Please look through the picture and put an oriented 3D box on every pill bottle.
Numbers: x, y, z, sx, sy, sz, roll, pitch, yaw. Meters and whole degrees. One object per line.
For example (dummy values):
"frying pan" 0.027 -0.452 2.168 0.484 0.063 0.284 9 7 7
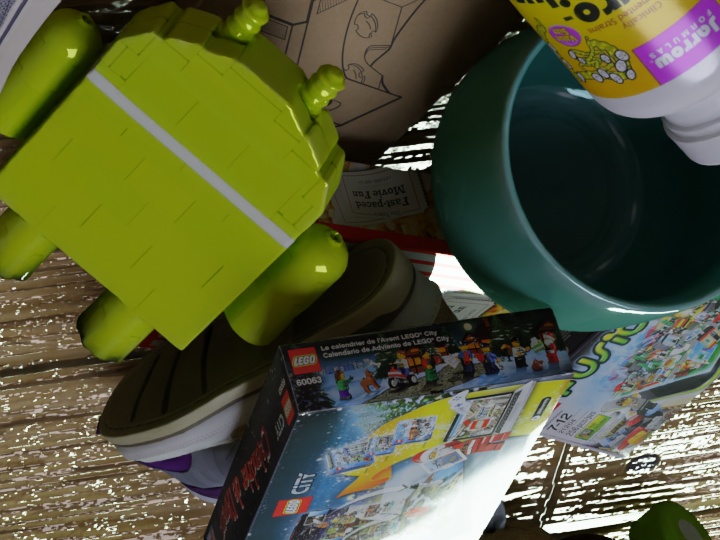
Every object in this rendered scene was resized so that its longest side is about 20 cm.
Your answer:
"pill bottle" 0.117 -0.139 1.303 0.104 0.104 0.200 -34 119 19

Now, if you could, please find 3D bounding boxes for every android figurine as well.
"android figurine" -0.088 -0.045 1.363 0.182 0.041 0.200 39 123 -7

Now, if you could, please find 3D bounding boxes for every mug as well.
"mug" 0.124 -0.053 1.425 0.185 0.152 0.114 -24 -179 -25

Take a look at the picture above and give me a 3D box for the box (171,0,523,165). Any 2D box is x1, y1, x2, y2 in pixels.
"box" -0.020 -0.107 1.405 0.163 0.021 0.200 18 130 -41

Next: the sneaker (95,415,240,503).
"sneaker" -0.045 0.074 1.517 0.200 0.074 0.087 -24 149 39

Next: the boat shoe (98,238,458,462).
"boat shoe" -0.040 0.056 1.448 0.200 0.075 0.068 -24 126 33

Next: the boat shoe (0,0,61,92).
"boat shoe" -0.200 -0.107 1.290 0.093 0.075 0.200 16 124 -30

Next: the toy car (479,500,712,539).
"toy car" 0.092 0.189 1.793 0.200 0.158 0.164 39 115 -18

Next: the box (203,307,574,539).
"box" 0.009 0.091 1.428 0.136 0.038 0.200 -7 151 -19

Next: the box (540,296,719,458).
"box" 0.172 0.027 1.661 0.110 0.035 0.200 16 131 -39

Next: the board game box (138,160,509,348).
"board game box" 0.000 0.000 1.505 0.200 0.046 0.151 7 153 -32
